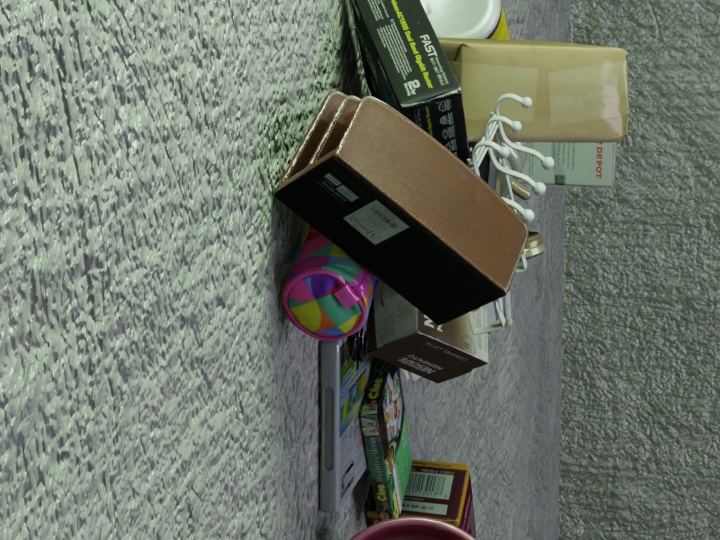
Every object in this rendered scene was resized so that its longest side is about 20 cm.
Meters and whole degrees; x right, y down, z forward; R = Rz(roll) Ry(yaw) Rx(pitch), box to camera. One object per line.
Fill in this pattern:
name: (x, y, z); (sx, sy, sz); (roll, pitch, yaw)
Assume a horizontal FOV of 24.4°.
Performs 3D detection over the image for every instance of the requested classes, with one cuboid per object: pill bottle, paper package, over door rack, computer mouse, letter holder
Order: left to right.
computer mouse: (0.000, 0.000, 1.709); (0.059, 0.034, 0.201); (86, 10, -60)
letter holder: (0.049, -0.074, 1.478); (0.200, 0.100, 0.142); (38, 54, -18)
pill bottle: (0.127, -0.280, 2.033); (0.200, 0.109, 0.110); (59, 37, -69)
paper package: (0.156, -0.195, 1.790); (0.191, 0.199, 0.104); (-157, -113, -65)
over door rack: (0.150, -0.057, 1.648); (0.148, 0.066, 0.201); (-59, 150, -61)

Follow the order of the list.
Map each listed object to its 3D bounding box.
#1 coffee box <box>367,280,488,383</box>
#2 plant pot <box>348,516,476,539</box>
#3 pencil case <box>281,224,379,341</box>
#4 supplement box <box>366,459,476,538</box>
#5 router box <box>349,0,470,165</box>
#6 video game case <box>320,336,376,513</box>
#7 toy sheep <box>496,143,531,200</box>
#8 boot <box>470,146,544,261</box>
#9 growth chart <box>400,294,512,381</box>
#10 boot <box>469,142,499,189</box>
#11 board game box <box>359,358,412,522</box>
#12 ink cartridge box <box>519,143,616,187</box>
coffee box: (0.071, 0.004, 1.778); (0.114, 0.080, 0.201); (24, 55, -38)
plant pot: (0.045, 0.375, 1.733); (0.179, 0.199, 0.201); (103, -3, -64)
pencil case: (-0.013, -0.024, 1.552); (0.200, 0.088, 0.089); (-71, 160, -49)
supplement box: (0.077, 0.320, 1.990); (0.200, 0.110, 0.086); (81, 19, -44)
router box: (0.049, -0.182, 1.637); (0.150, 0.062, 0.200); (78, -7, -50)
video game case: (-0.009, 0.134, 1.758); (0.200, 0.022, 0.183); (-46, 138, -70)
toy sheep: (0.151, -0.148, 2.141); (0.200, 0.137, 0.138); (-92, 176, -49)
boot: (0.119, -0.090, 1.891); (0.072, 0.200, 0.155); (-14, 108, -49)
growth chart: (0.101, 0.068, 1.956); (0.018, 0.200, 0.145); (50, -21, 31)
boot: (0.116, -0.096, 2.002); (0.182, 0.072, 0.201); (22, -57, 58)
board game box: (0.030, 0.187, 1.842); (0.105, 0.023, 0.200); (-76, 163, -45)
ink cartridge box: (0.310, -0.216, 2.653); (0.084, 0.199, 0.145); (-59, 150, -63)
